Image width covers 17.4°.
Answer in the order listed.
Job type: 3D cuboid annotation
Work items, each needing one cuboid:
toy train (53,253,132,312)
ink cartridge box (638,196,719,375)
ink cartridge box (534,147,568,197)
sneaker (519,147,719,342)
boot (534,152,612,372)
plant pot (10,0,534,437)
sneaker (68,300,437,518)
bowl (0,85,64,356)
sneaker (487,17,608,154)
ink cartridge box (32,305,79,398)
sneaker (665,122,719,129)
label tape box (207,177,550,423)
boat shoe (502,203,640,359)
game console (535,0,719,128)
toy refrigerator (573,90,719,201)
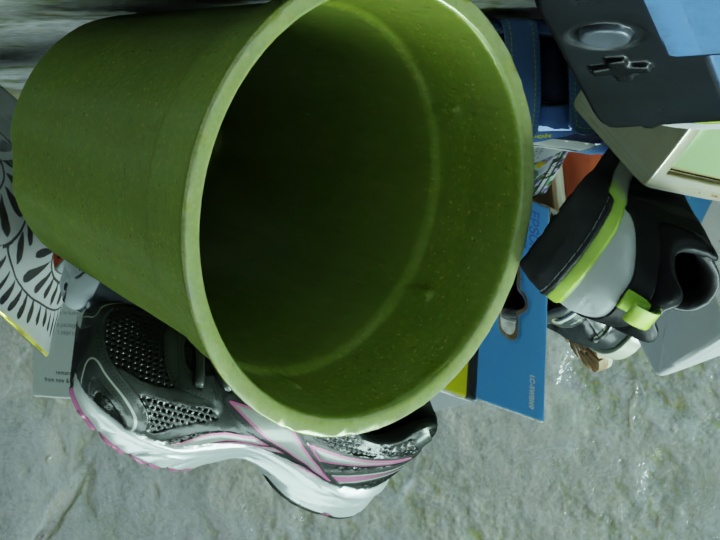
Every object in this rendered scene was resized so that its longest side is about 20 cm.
[{"bbox_3d":[-0.076,0.006,1.263,0.200,0.114,0.085,21,130,-30],"label":"toy train"},{"bbox_3d":[0.230,-0.024,1.363,0.200,0.116,0.068,-17,166,-42],"label":"ink cartridge box"},{"bbox_3d":[0.032,-0.055,1.354,0.200,0.050,0.109,-24,159,-26],"label":"ink cartridge box"},{"bbox_3d":[0.132,-0.008,1.124,0.083,0.072,0.200,37,-157,4],"label":"sneaker"},{"bbox_3d":[0.158,-0.040,1.479,0.107,0.201,0.075,-10,177,-12],"label":"boot"},{"bbox_3d":[-0.058,-0.046,1.055,0.200,0.201,0.190,-3,-167,-43],"label":"plant pot"},{"bbox_3d":[-0.046,0.052,1.130,0.200,0.081,0.086,19,139,-38],"label":"sneaker"},{"bbox_3d":[-0.218,-0.052,1.306,0.094,0.201,0.201,-47,-173,-6],"label":"bowl"},{"bbox_3d":[0.090,-0.096,1.208,0.199,0.074,0.082,-4,178,17],"label":"sneaker"},{"bbox_3d":[-0.132,-0.022,1.494,0.083,0.201,0.146,1,-178,38],"label":"ink cartridge box"},{"bbox_3d":[0.182,-0.108,0.997,0.199,0.074,0.081,-9,167,29],"label":"sneaker"},{"bbox_3d":[0.000,0.000,1.229,0.200,0.145,0.063,24,141,-24],"label":"label tape box"},{"bbox_3d":[0.092,-0.007,1.406,0.067,0.072,0.200,18,-174,-37],"label":"boat shoe"},{"bbox_3d":[0.174,-0.093,0.888,0.199,0.031,0.177,-2,160,15],"label":"game console"},{"bbox_3d":[0.204,-0.075,1.162,0.200,0.076,0.070,9,-144,-47],"label":"toy refrigerator"}]
